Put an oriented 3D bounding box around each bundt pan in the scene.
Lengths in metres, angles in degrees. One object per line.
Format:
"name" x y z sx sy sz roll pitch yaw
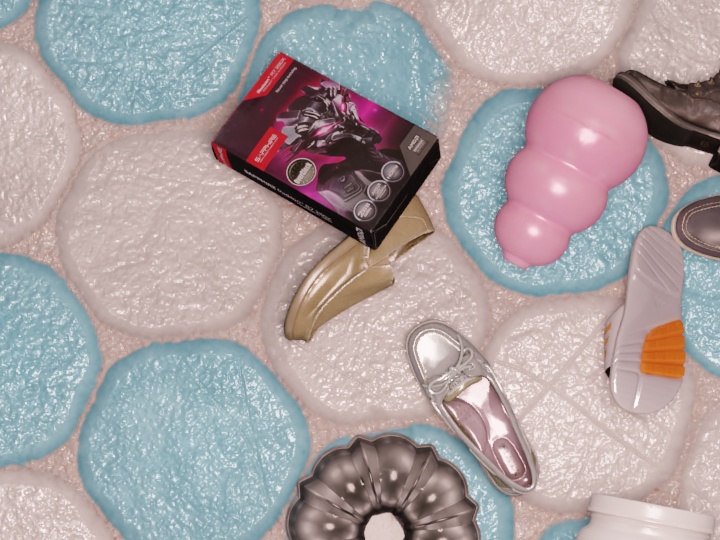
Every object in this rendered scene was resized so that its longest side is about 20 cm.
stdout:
"bundt pan" 0.024 0.260 1.709 0.202 0.076 0.202 0 83 -2

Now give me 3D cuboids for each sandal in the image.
"sandal" 0.287 0.056 1.750 0.079 0.059 0.207 21 63 -15

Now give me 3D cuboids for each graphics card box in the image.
"graphics card box" -0.035 -0.121 1.724 0.200 0.051 0.126 31 73 17

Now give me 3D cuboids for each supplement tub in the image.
"supplement tub" 0.268 0.326 1.675 0.140 0.140 0.200 11 84 0

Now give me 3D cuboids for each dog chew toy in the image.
"dog chew toy" 0.203 -0.094 1.732 0.124 0.125 0.200 29 93 1

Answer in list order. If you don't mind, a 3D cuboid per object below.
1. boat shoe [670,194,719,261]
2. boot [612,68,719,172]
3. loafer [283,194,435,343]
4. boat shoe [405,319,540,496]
"boat shoe" 0.419 -0.045 1.755 0.200 0.063 0.073 4 83 -3
"boot" 0.378 -0.201 1.778 0.200 0.069 0.174 32 79 -2
"loafer" 0.000 0.000 1.734 0.067 0.076 0.200 39 85 9
"boat shoe" 0.116 0.136 1.728 0.074 0.065 0.202 -30 86 -4
